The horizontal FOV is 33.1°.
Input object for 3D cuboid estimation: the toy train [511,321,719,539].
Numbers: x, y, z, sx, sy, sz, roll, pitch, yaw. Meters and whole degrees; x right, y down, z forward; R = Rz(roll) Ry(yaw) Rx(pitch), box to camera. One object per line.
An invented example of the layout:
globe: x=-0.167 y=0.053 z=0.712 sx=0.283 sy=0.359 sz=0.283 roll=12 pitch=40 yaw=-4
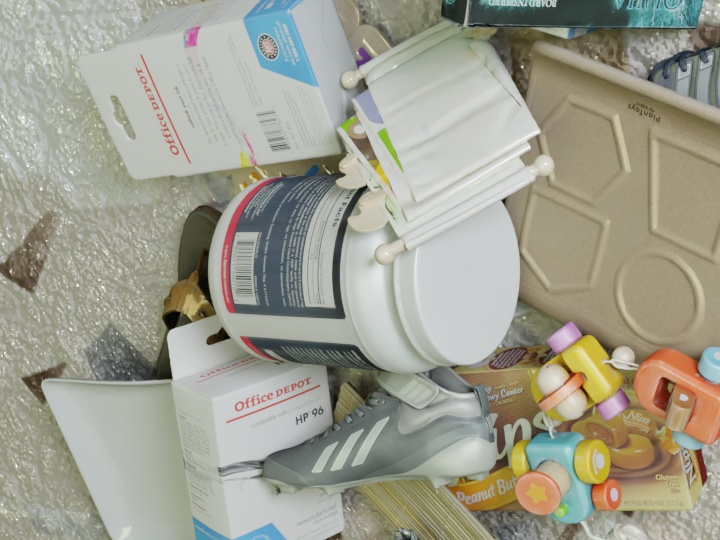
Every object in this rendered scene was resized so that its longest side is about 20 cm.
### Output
toy train: x=0.169 y=0.121 z=0.815 sx=0.150 sy=0.055 sz=0.202 roll=34 pitch=130 yaw=25

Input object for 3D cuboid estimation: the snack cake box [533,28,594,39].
snack cake box: x=0.119 y=-0.265 z=0.784 sx=0.114 sy=0.067 sz=0.202 roll=23 pitch=114 yaw=22

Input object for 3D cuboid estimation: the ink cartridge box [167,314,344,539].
ink cartridge box: x=-0.085 y=0.136 z=1.005 sx=0.067 sy=0.115 sz=0.203 roll=14 pitch=116 yaw=50

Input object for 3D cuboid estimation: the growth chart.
growth chart: x=0.047 y=-0.098 z=0.808 sx=0.143 sy=0.201 sz=0.018 roll=-23 pitch=136 yaw=10

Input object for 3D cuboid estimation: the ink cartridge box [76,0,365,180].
ink cartridge box: x=-0.104 y=-0.141 z=0.921 sx=0.198 sy=0.068 sz=0.116 roll=-4 pitch=122 yaw=29

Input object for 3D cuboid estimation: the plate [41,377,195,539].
plate: x=-0.177 y=0.175 z=1.109 sx=0.198 sy=0.032 sz=0.202 roll=-3 pitch=119 yaw=29

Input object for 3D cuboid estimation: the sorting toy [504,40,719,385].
sorting toy: x=0.177 y=-0.035 z=0.802 sx=0.184 sy=0.036 sz=0.202 roll=30 pitch=130 yaw=34

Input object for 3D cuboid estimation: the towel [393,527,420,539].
towel: x=0.079 y=0.329 z=0.936 sx=0.201 sy=0.034 sz=0.194 roll=-123 pitch=15 yaw=-46

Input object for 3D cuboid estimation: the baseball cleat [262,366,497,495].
baseball cleat: x=0.010 y=0.117 z=0.929 sx=0.198 sy=0.070 sz=0.108 roll=-8 pitch=92 yaw=24

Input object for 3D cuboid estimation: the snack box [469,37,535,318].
snack box: x=0.097 y=-0.066 z=0.896 sx=0.071 sy=0.024 sz=0.202 roll=-21 pitch=96 yaw=34

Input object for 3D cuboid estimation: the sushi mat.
sushi mat: x=0.040 y=0.184 z=0.976 sx=0.200 sy=0.012 sz=0.096 roll=44 pitch=138 yaw=29

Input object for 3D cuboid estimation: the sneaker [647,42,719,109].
sneaker: x=0.232 y=-0.122 z=0.777 sx=0.081 sy=0.074 sz=0.201 roll=40 pitch=120 yaw=14

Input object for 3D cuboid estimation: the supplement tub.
supplement tub: x=0.000 y=0.000 z=0.873 sx=0.198 sy=0.140 sz=0.142 roll=1 pitch=109 yaw=41

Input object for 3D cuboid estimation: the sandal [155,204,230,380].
sandal: x=-0.146 y=0.041 z=1.049 sx=0.081 sy=0.054 sz=0.202 roll=32 pitch=120 yaw=16

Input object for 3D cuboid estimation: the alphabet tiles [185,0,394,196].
alphabet tiles: x=-0.064 y=-0.148 z=0.962 sx=0.200 sy=0.015 sz=0.196 roll=49 pitch=122 yaw=5

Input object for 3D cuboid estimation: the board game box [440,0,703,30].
board game box: x=0.143 y=-0.213 z=0.725 sx=0.028 sy=0.198 sz=0.137 roll=38 pitch=126 yaw=47

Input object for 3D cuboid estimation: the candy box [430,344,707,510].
candy box: x=0.149 y=0.118 z=0.914 sx=0.198 sy=0.055 sz=0.117 roll=-6 pitch=104 yaw=31
